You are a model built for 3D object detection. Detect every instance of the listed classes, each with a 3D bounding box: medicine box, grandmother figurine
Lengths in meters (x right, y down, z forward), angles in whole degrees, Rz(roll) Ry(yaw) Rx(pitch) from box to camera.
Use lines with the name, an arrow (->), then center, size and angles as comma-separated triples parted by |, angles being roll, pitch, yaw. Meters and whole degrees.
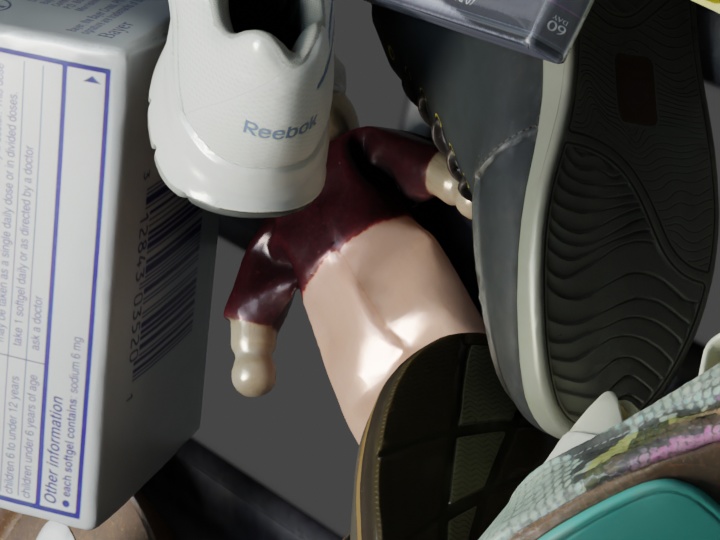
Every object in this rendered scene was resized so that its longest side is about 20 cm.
medicine box -> -0.160, -0.026, 1.045 | 0.199, 0.103, 0.183 | 13, 113, 17
grandmother figurine -> 0.000, 0.000, 0.984 | 0.121, 0.061, 0.200 | -33, 56, 13

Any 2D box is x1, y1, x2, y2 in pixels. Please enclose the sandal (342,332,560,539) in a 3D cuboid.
sandal -> 0.020, 0.114, 0.861 | 0.055, 0.081, 0.201 | -20, 60, 51

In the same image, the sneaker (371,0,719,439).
sneaker -> 0.054, -0.038, 0.914 | 0.106, 0.075, 0.201 | -16, 65, 52

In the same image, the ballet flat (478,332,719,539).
ballet flat -> 0.103, 0.051, 0.820 | 0.200, 0.069, 0.071 | -33, 38, 15

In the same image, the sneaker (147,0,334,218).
sneaker -> -0.041, -0.118, 0.937 | 0.087, 0.074, 0.201 | 116, 142, -53

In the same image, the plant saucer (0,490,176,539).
plant saucer -> -0.118, 0.163, 1.125 | 0.200, 0.034, 0.201 | -4, 85, 49

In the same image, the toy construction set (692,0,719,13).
toy construction set -> 0.162, -0.143, 0.780 | 0.131, 0.092, 0.201 | 47, 133, 41

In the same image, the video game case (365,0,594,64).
video game case -> 0.067, -0.167, 0.877 | 0.201, 0.019, 0.143 | -63, 29, 0

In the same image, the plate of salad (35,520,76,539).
plate of salad -> -0.105, 0.191, 1.032 | 0.200, 0.048, 0.201 | -177, 90, -74
